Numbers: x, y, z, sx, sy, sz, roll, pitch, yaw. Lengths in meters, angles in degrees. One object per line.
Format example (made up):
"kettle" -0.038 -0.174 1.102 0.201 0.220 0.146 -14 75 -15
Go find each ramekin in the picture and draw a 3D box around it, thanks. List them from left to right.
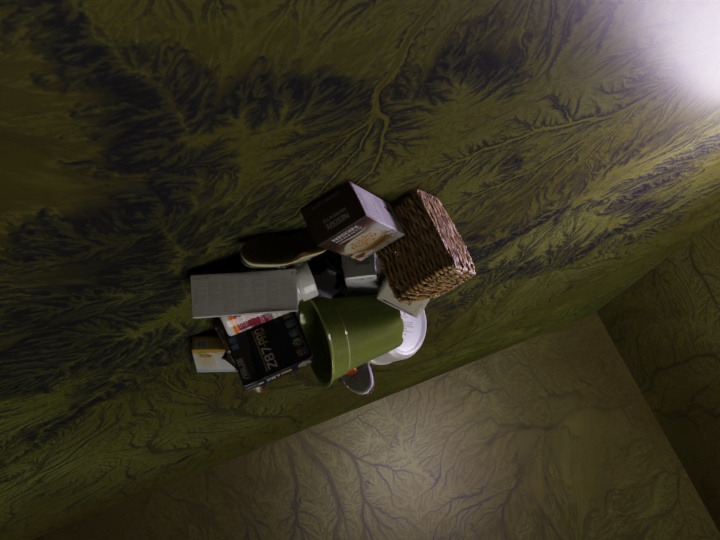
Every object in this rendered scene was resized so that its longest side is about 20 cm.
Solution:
"ramekin" 0.076 0.130 1.883 0.202 0.203 0.094 -6 179 -45

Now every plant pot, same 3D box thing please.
"plant pot" -0.013 0.128 1.661 0.189 0.201 0.200 -15 160 -20

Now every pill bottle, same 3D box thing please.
"pill bottle" -0.194 0.044 1.558 0.199 0.114 0.114 -23 162 -8

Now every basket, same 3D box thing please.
"basket" 0.126 -0.042 1.596 0.149 0.201 0.143 -34 158 22

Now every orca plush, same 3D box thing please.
"orca plush" -0.072 0.001 1.725 0.105 0.071 0.200 19 154 9

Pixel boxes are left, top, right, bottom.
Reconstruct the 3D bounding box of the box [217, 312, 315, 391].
"box" -0.207 0.137 1.659 0.161 0.201 0.049 -23 157 -4

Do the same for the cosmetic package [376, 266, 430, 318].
"cosmetic package" 0.099 0.010 1.685 0.071 0.105 0.200 -60 -173 25

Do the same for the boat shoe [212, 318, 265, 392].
"boat shoe" -0.280 0.190 1.762 0.075 0.203 0.075 -15 -168 13

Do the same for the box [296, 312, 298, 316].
"box" -0.148 0.116 1.782 0.199 0.117 0.060 -19 127 -28

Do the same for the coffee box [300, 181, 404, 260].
"coffee box" -0.011 -0.090 1.476 0.114 0.080 0.200 -31 161 18

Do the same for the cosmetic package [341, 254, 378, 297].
"cosmetic package" 0.000 0.000 1.690 0.074 0.102 0.200 -6 160 0

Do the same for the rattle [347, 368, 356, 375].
"rattle" -0.126 0.219 1.833 0.143 0.200 0.130 -36 155 -20

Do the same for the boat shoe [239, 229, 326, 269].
"boat shoe" -0.147 -0.030 1.478 0.199 0.073 0.065 -10 152 -39

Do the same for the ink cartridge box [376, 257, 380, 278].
"ink cartridge box" 0.108 -0.018 1.857 0.116 0.067 0.200 -31 162 20

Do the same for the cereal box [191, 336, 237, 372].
"cereal box" -0.335 0.206 1.881 0.143 0.040 0.200 0 158 -9

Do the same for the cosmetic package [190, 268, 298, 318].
"cosmetic package" -0.221 0.045 1.472 0.199 0.083 0.051 -3 176 -6

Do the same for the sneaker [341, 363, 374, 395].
"sneaker" -0.006 0.252 1.884 0.078 0.200 0.112 -39 131 -2
